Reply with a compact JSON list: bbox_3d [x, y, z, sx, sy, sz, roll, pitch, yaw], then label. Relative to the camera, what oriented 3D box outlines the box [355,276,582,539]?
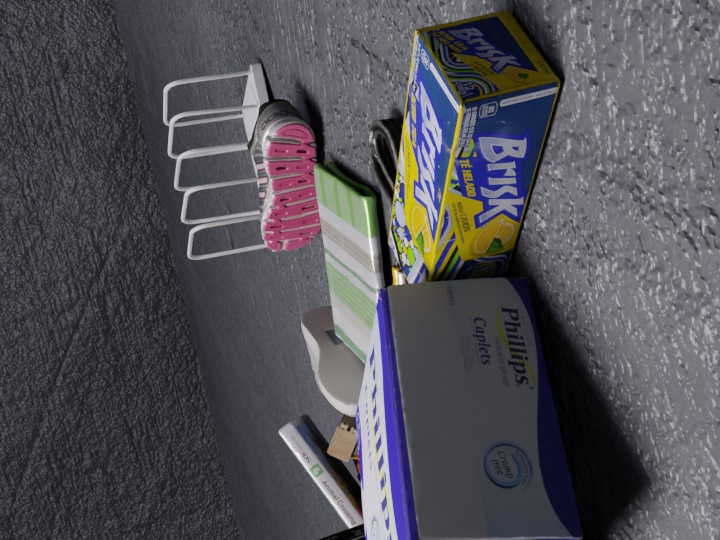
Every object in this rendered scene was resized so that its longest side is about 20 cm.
[{"bbox_3d":[0.060,0.134,0.689,0.200,0.105,0.184,99,167,-54],"label":"box"}]

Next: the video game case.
[{"bbox_3d":[-0.022,0.243,1.139,0.182,0.022,0.200,53,178,5],"label":"video game case"}]

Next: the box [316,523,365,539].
[{"bbox_3d":[0.042,0.275,0.803,0.049,0.200,0.160,159,94,-73],"label":"box"}]

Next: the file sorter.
[{"bbox_3d":[-0.169,-0.130,1.252,0.139,0.124,0.200,125,134,-70],"label":"file sorter"}]

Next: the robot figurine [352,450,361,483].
[{"bbox_3d":[0.036,0.200,1.014,0.200,0.058,0.145,113,140,-66],"label":"robot figurine"}]

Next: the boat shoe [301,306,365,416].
[{"bbox_3d":[-0.022,0.112,1.112,0.200,0.072,0.069,-133,27,-58],"label":"boat shoe"}]

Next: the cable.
[{"bbox_3d":[0.036,-0.023,0.809,0.097,0.050,0.200,-172,66,-72],"label":"cable"}]

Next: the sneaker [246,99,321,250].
[{"bbox_3d":[-0.084,-0.108,1.117,0.200,0.074,0.088,91,164,-49],"label":"sneaker"}]

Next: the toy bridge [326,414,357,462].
[{"bbox_3d":[-0.011,0.181,1.156,0.200,0.027,0.067,83,-151,-82],"label":"toy bridge"}]

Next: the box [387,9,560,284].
[{"bbox_3d":[0.066,-0.062,0.644,0.200,0.064,0.070,95,155,-53],"label":"box"}]

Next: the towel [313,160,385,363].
[{"bbox_3d":[0.000,0.000,1.018,0.149,0.031,0.200,-140,39,-60],"label":"towel"}]
